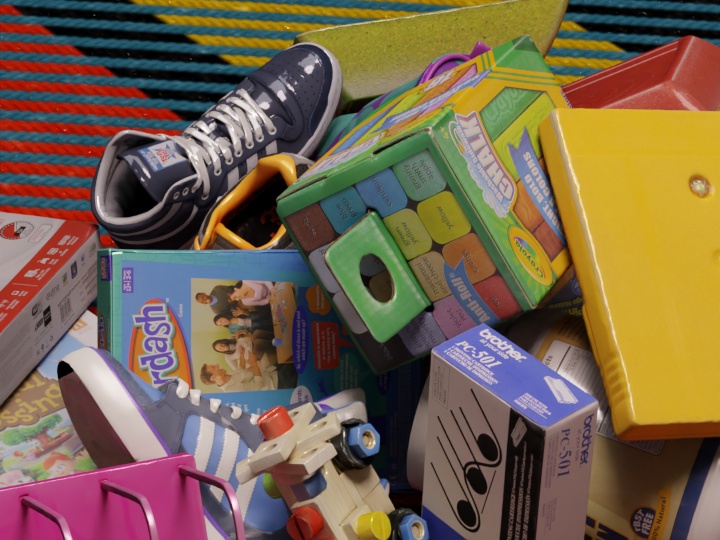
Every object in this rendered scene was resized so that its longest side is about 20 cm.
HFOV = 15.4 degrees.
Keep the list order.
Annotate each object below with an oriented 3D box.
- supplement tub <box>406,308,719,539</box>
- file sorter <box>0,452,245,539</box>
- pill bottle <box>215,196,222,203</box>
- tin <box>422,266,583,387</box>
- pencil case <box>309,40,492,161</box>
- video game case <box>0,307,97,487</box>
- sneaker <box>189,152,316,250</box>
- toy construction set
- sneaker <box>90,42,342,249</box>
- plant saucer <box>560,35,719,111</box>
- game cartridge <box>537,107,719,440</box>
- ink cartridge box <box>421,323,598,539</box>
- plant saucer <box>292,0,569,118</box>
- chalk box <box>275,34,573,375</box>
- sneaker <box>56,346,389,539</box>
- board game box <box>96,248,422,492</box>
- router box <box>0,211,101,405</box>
[{"bbox_3d":[0.141,0.107,1.596,0.199,0.145,0.144,19,38,17],"label":"supplement tub"},{"bbox_3d":[-0.162,0.188,1.433,0.199,0.140,0.125,-10,3,-17],"label":"file sorter"},{"bbox_3d":[0.000,0.000,1.780,0.199,0.113,0.112,4,34,3],"label":"pill bottle"},{"bbox_3d":[0.086,0.034,1.702,0.199,0.113,0.042,-12,7,9],"label":"tin"},{"bbox_3d":[0.026,-0.087,1.838,0.085,0.200,0.093,34,64,-19],"label":"pencil case"},{"bbox_3d":[-0.195,0.105,1.693,0.182,0.022,0.200,31,43,34],"label":"video game case"},{"bbox_3d":[-0.088,0.006,1.692,0.078,0.077,0.201,29,83,21],"label":"sneaker"},{"bbox_3d":[-0.018,0.155,1.487,0.092,0.201,0.131,-1,27,35],"label":"toy construction set"},{"bbox_3d":[-0.100,-0.087,1.808,0.200,0.108,0.070,-45,68,2],"label":"sneaker"},{"bbox_3d":[0.162,-0.108,1.888,0.199,0.037,0.200,-22,10,18],"label":"plant saucer"},{"bbox_3d":[0.202,0.000,1.542,0.175,0.032,0.201,0,65,-26],"label":"game cartridge"},{"bbox_3d":[0.080,0.139,1.505,0.044,0.201,0.094,-24,43,-33],"label":"ink cartridge box"},{"bbox_3d":[0.046,-0.139,1.955,0.199,0.200,0.048,-9,79,-8],"label":"plant saucer"},{"bbox_3d":[0.046,-0.031,1.553,0.124,0.125,0.200,-24,13,34],"label":"chalk box"},{"bbox_3d":[-0.070,0.096,1.576,0.146,0.200,0.081,-39,6,-23],"label":"sneaker"},{"bbox_3d":[-0.061,0.062,1.635,0.199,0.153,0.045,1,0,-17],"label":"board game box"},{"bbox_3d":[-0.290,0.026,1.751,0.179,0.049,0.200,7,31,19],"label":"router box"}]
